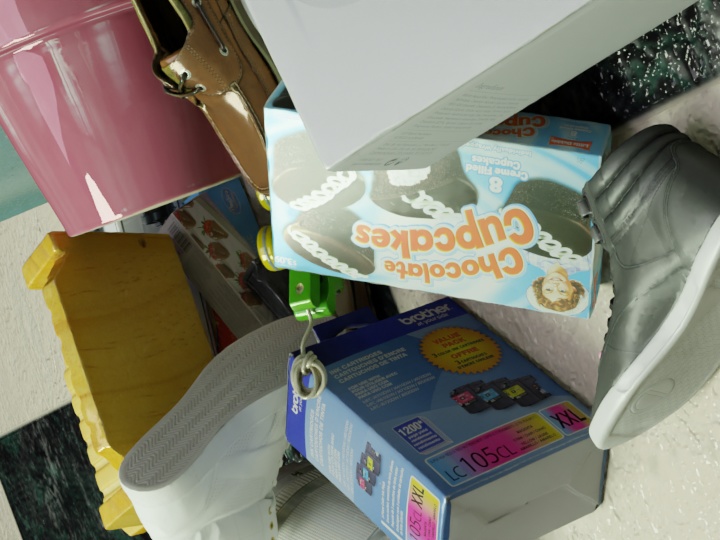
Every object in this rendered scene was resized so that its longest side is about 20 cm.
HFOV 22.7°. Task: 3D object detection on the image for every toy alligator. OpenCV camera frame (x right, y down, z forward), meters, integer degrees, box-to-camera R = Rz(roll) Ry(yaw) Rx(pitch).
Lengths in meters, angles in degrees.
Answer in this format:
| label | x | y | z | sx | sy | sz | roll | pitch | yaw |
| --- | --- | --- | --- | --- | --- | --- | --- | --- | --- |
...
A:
| label | x | y | z | sx | sy | sz | roll | pitch | yaw |
| --- | --- | --- | --- | --- | --- | --- | --- | --- | --- |
| toy alligator | -0.029 | -0.010 | 1.155 | 0.059 | 0.054 | 0.202 | -12 | 70 | 24 |

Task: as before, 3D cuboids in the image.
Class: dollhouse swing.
| label | x | y | z | sx | sy | sz | roll | pitch | yaw |
| --- | --- | --- | --- | --- | --- | --- | --- | --- | --- |
| dollhouse swing | -0.198 | 0.099 | 1.316 | 0.175 | 0.181 | 0.201 | -29 | 73 | 32 |

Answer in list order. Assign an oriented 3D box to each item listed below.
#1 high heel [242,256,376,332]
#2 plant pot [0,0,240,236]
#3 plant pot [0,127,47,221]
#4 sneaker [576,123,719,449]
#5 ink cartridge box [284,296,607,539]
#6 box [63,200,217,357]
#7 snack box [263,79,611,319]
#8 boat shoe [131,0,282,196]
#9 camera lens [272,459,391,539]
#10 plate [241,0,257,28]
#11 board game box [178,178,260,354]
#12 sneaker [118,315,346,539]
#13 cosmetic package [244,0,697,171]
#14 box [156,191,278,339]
| label | x | y | z | sx | sy | sz | roll | pitch | yaw |
| --- | --- | --- | --- | --- | --- | --- | --- | --- | --- |
| high heel | 0.000 | 0.000 | 1.252 | 0.143 | 0.071 | 0.200 | 47 | 141 | 13 |
| plant pot | -0.169 | -0.128 | 1.219 | 0.200 | 0.199 | 0.180 | -12 | 99 | 59 |
| plant pot | -0.348 | -0.144 | 1.598 | 0.197 | 0.195 | 0.201 | 51 | 153 | 28 |
| sneaker | 0.157 | 0.005 | 0.989 | 0.099 | 0.070 | 0.201 | 51 | 139 | 32 |
| ink cartridge box | 0.043 | 0.095 | 1.151 | 0.200 | 0.136 | 0.077 | 37 | 135 | 42 |
| box | -0.181 | 0.007 | 1.454 | 0.116 | 0.060 | 0.202 | 7 | 112 | 57 |
| snack box | 0.044 | -0.042 | 1.052 | 0.198 | 0.037 | 0.117 | 9 | 128 | 14 |
| boat shoe | -0.099 | -0.132 | 1.114 | 0.072 | 0.068 | 0.201 | -23 | 93 | 54 |
| camera lens | 0.008 | 0.226 | 1.258 | 0.199 | 0.159 | 0.161 | 13 | 118 | 55 |
| plate | -0.059 | -0.188 | 1.129 | 0.200 | 0.032 | 0.201 | -143 | 28 | -78 |
| board game box | -0.125 | 0.028 | 1.475 | 0.200 | 0.040 | 0.154 | -34 | 77 | 59 |
| sneaker | -0.074 | 0.124 | 1.222 | 0.073 | 0.200 | 0.116 | 18 | 138 | 40 |
| cosmetic package | 0.044 | -0.186 | 0.926 | 0.199 | 0.123 | 0.200 | -30 | 80 | 28 |
| box | -0.075 | 0.033 | 1.352 | 0.200 | 0.039 | 0.041 | 50 | 142 | 6 |
